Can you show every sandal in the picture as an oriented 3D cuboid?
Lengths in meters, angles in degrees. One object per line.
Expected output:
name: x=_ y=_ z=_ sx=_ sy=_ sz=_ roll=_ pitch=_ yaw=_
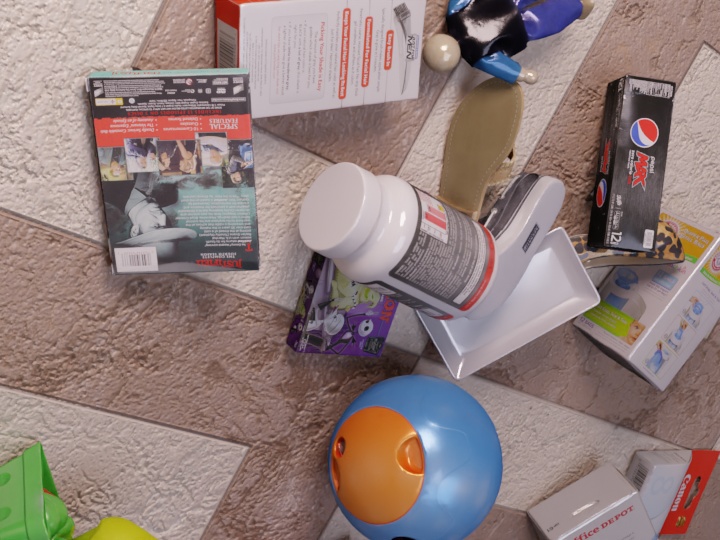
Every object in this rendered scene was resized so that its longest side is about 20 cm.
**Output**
sandal: x=0.137 y=-0.121 z=1.254 sx=0.070 sy=0.078 sz=0.212 roll=-18 pitch=133 yaw=-55

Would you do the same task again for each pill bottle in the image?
pill bottle: x=0.041 y=-0.030 z=1.160 sx=0.200 sy=0.116 sz=0.116 roll=26 pitch=98 yaw=-40

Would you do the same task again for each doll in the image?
doll: x=0.153 y=-0.257 z=1.176 sx=0.200 sy=0.048 sz=0.137 roll=-27 pitch=94 yaw=-19

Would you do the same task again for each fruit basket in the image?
fruit basket: x=-0.281 y=0.285 z=1.116 sx=0.215 sy=0.156 sz=0.216 roll=-8 pitch=121 yaw=-13

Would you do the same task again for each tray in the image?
tray: x=0.174 y=0.039 z=1.332 sx=0.200 sy=0.022 sz=0.108 roll=-29 pitch=99 yaw=4

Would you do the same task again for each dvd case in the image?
dvd case: x=-0.170 y=-0.089 z=1.044 sx=0.146 sy=0.022 sz=0.200 roll=-2 pitch=117 yaw=-2

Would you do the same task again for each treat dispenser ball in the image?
treat dispenser ball: x=0.062 y=0.220 z=1.283 sx=0.201 sy=0.201 sz=0.201 roll=-15 pitch=121 yaw=-27

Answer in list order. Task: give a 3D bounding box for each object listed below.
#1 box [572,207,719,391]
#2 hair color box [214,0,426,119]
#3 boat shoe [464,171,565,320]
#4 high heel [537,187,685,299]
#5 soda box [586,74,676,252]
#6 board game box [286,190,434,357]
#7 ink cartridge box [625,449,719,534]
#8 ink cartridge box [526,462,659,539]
box: x=0.395 y=0.036 z=1.466 sx=0.200 sy=0.112 sz=0.101 roll=-52 pitch=129 yaw=0
hair color box: x=-0.038 y=-0.215 z=1.078 sx=0.200 sy=0.064 sz=0.111 roll=-10 pitch=119 yaw=-27
boat shoe: x=0.156 y=-0.033 z=1.282 sx=0.200 sy=0.068 sz=0.072 roll=-56 pitch=141 yaw=-15
high heel: x=0.298 y=0.007 z=1.371 sx=0.142 sy=0.071 sz=0.200 roll=36 pitch=86 yaw=3
soda box: x=0.316 y=-0.122 z=1.309 sx=0.063 sy=0.071 sz=0.200 roll=8 pitch=91 yaw=-6
board game box: x=0.000 y=0.000 z=1.241 sx=0.120 sy=0.032 sz=0.200 roll=4 pitch=111 yaw=-40
ink cartridge box: x=0.477 y=0.357 z=1.732 sx=0.200 sy=0.047 sz=0.160 roll=6 pitch=110 yaw=-33
ink cartridge box: x=0.347 y=0.396 z=1.610 sx=0.144 sy=0.085 sz=0.200 roll=-30 pitch=120 yaw=-5
